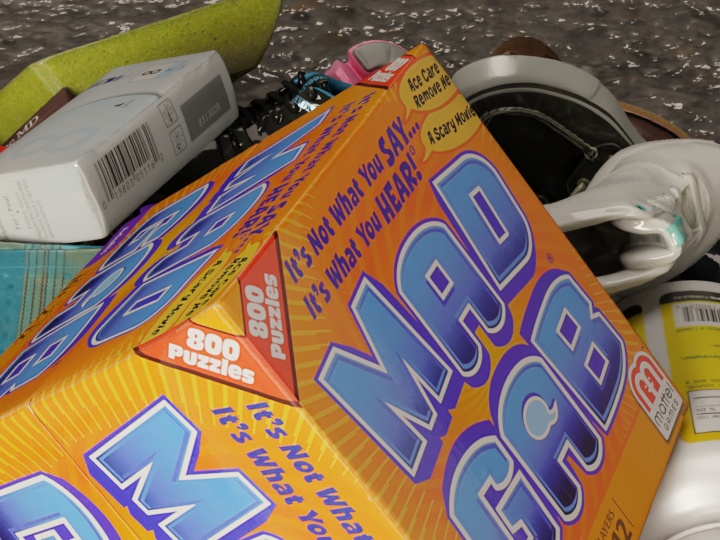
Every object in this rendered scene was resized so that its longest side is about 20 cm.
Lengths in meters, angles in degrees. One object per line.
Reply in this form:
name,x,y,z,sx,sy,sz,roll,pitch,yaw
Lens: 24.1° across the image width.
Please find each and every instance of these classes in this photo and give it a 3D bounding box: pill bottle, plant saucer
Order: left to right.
plant saucer,-0.166,-0.130,1.204,0.199,0.048,0.200,-24,2,-29
pill bottle,0.159,0.100,0.778,0.112,0.113,0.200,-1,31,5

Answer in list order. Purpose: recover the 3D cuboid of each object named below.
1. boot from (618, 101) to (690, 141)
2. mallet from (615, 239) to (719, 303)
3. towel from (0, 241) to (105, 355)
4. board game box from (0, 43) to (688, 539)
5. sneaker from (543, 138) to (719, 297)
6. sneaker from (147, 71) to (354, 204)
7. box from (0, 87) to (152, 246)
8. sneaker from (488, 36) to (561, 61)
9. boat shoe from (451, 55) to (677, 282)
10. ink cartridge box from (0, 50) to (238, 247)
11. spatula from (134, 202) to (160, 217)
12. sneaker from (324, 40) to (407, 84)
boot,0.110,-0.038,1.086,0.200,0.072,0.167,7,46,12
mallet,0.150,0.033,0.973,0.066,0.041,0.200,24,45,35
towel,-0.149,0.083,0.817,0.146,0.022,0.200,2,74,10
board game box,-0.022,0.071,0.687,0.200,0.200,0.200,-27,18,37
sneaker,0.138,-0.019,0.837,0.200,0.075,0.088,-22,8,-34
sneaker,-0.051,-0.086,1.031,0.200,0.082,0.073,-7,37,-15
box,-0.179,-0.021,1.026,0.100,0.075,0.200,-42,30,8
sneaker,0.114,-0.069,1.022,0.070,0.076,0.200,2,63,-9
boat shoe,0.121,-0.050,0.912,0.071,0.200,0.064,-21,55,34
ink cartridge box,-0.189,-0.062,0.932,0.200,0.047,0.160,-4,26,26
spatula,-0.096,-0.027,0.886,0.056,0.021,0.200,-7,2,-16
sneaker,-0.041,-0.073,1.147,0.200,0.095,0.079,-31,77,-11
